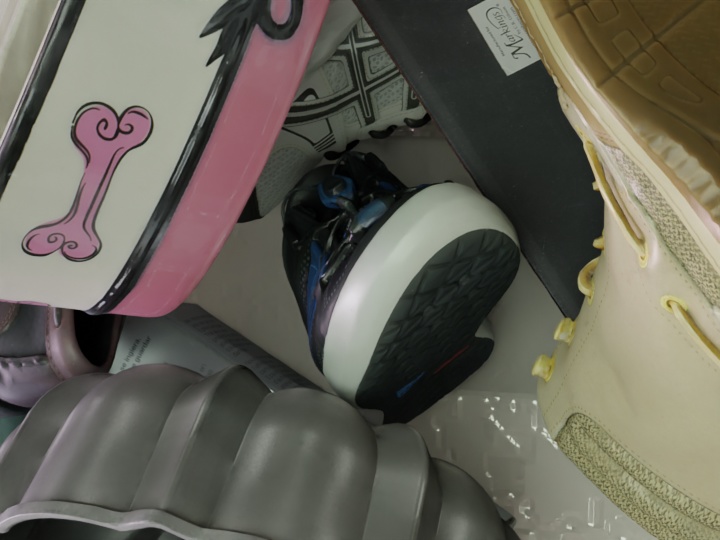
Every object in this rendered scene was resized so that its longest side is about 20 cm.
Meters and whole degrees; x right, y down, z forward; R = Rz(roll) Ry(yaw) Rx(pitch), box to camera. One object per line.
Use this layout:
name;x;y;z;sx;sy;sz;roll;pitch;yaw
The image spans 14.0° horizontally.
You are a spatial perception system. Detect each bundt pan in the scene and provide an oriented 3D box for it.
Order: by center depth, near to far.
bundt pan;-0.035;0.096;0.944;0.202;0.202;0.076;8;59;16

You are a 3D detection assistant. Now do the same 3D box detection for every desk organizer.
desk organizer;0.067;-0.056;0.933;0.072;0.077;0.200;-29;119;12

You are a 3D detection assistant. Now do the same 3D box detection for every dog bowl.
dog bowl;-0.063;-0.074;0.881;0.074;0.200;0.200;21;104;-12

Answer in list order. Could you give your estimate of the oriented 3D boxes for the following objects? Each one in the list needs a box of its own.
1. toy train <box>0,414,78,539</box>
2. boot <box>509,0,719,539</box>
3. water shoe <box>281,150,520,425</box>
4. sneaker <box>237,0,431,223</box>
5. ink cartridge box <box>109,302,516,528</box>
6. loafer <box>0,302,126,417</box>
toy train;-0.157;0.069;1.029;0.114;0.085;0.200;-13;91;9
boot;0.083;-0.018;0.861;0.073;0.155;0.200;-29;77;-25
water shoe;0.000;0.000;0.950;0.071;0.200;0.079;-37;79;-10
sneaker;0.022;-0.073;0.997;0.088;0.076;0.200;43;113;-3
ink cartridge box;-0.075;0.119;1.068;0.200;0.041;0.200;33;104;12
loafer;-0.083;-0.042;0.997;0.063;0.072;0.200;-6;59;42
